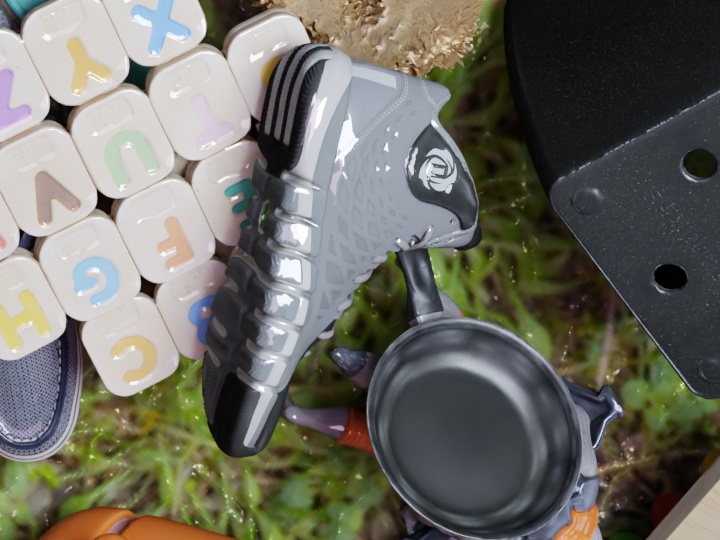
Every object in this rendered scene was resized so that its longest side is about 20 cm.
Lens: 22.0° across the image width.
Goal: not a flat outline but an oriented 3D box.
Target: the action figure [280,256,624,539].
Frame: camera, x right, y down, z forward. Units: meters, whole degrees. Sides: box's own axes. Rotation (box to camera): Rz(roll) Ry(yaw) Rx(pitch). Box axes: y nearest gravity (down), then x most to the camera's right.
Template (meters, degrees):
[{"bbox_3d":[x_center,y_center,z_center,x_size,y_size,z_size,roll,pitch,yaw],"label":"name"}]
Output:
[{"bbox_3d":[0.043,0.114,0.966,0.193,0.105,0.200,40,89,-4],"label":"action figure"}]

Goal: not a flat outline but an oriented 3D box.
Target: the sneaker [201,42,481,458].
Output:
[{"bbox_3d":[0.000,0.000,0.868,0.115,0.075,0.201,7,108,-25],"label":"sneaker"}]

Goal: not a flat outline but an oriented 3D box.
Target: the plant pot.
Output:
[{"bbox_3d":[0.187,-0.062,0.872,0.199,0.178,0.200,-29,110,28],"label":"plant pot"}]

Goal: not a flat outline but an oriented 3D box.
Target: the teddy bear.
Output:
[{"bbox_3d":[-0.029,-0.094,0.922,0.145,0.067,0.201,33,90,-34],"label":"teddy bear"}]

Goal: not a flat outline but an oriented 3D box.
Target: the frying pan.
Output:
[{"bbox_3d":[0.030,0.049,0.905,0.115,0.031,0.190,-36,82,-33],"label":"frying pan"}]

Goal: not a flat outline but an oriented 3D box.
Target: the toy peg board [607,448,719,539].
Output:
[{"bbox_3d":[0.235,0.162,0.986,0.199,0.098,0.199,30,113,-14],"label":"toy peg board"}]

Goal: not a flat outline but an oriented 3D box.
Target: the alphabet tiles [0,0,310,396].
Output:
[{"bbox_3d":[-0.102,-0.040,0.863,0.199,0.015,0.196,-27,119,-8],"label":"alphabet tiles"}]

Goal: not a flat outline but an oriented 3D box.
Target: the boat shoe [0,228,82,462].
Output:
[{"bbox_3d":[-0.179,0.007,0.909,0.074,0.093,0.201,-11,102,-7],"label":"boat shoe"}]

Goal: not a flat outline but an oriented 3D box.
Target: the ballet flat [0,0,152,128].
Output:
[{"bbox_3d":[-0.138,-0.098,0.906,0.072,0.072,0.201,-37,132,-1],"label":"ballet flat"}]

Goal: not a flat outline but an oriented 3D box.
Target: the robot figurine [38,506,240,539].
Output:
[{"bbox_3d":[-0.093,0.184,0.929,0.199,0.144,0.117,13,96,14],"label":"robot figurine"}]
